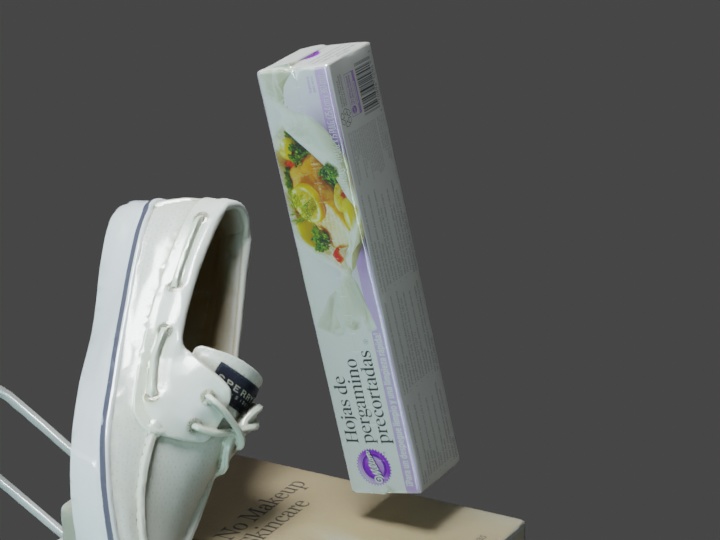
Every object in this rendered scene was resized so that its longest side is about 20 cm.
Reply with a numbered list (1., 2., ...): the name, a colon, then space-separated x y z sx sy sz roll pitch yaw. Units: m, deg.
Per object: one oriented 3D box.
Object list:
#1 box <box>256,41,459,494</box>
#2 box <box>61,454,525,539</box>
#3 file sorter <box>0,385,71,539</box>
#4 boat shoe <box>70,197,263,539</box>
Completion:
1. box: 0.000 0.000 1.073 0.039 0.041 0.200 -2 109 33
2. box: -0.032 0.146 1.122 0.200 0.095 0.078 10 113 27
3. file sorter: -0.217 0.173 1.222 0.125 0.139 0.200 39 125 16
4. boat shoe: -0.079 0.057 1.079 0.070 0.200 0.071 -8 149 22
